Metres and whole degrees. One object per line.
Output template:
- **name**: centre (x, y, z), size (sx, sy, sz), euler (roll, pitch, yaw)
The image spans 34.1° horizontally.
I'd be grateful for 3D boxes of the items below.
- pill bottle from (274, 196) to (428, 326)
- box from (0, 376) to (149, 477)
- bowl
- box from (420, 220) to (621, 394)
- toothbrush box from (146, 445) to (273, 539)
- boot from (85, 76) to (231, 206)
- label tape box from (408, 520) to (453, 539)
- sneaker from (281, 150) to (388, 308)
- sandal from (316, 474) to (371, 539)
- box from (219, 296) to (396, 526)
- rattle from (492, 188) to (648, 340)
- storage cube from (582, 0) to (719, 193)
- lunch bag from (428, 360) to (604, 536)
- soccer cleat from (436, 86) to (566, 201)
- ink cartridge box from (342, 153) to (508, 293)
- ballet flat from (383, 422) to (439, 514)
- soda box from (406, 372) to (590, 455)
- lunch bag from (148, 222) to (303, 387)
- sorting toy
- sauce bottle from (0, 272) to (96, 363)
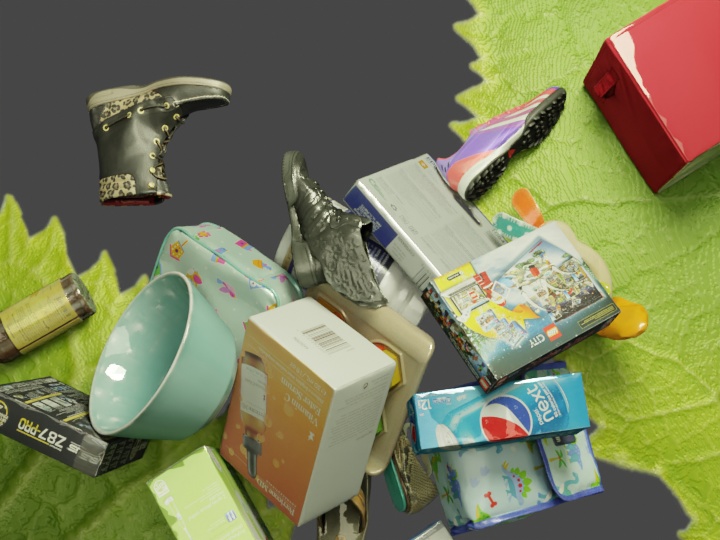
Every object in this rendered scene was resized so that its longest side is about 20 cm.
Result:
- **pill bottle**: centre (0.000, 0.000, 1.470), size (0.198, 0.116, 0.117), euler (31, 82, 8)
- **box**: centre (-0.349, 0.183, 1.407), size (0.159, 0.200, 0.050), euler (22, 90, 5)
- **bowl**: centre (-0.217, 0.115, 1.358), size (0.104, 0.200, 0.203), euler (31, 81, -32)
- **box**: centre (0.186, 0.039, 1.351), size (0.198, 0.038, 0.138), euler (-24, 70, -28)
- **toothbrush box**: centre (-0.162, 0.319, 1.405), size (0.085, 0.146, 0.202), euler (-29, 80, -3)
- **boot**: centre (-0.261, -0.168, 1.531), size (0.196, 0.073, 0.154), euler (-6, 79, 5)
- **label tape box**: centre (0.088, 0.426, 1.406), size (0.143, 0.063, 0.202), euler (-30, 80, -15)
- **sneaker**: centre (-0.031, -0.051, 1.385), size (0.102, 0.060, 0.204), euler (-10, 75, 8)
- **sandal**: centre (-0.029, 0.295, 1.450), size (0.080, 0.055, 0.204), euler (3, 80, 2)
- **box**: centre (-0.065, 0.163, 1.369), size (0.151, 0.105, 0.203), euler (34, 124, 32)
- **rattle**: centre (0.252, -0.007, 1.434), size (0.128, 0.143, 0.203), euler (-21, 96, 0)
- **storage cube**: centre (0.408, -0.230, 1.469), size (0.198, 0.171, 0.181), euler (-32, 82, -4)
- **lunch bag**: centre (0.188, 0.213, 1.429), size (0.196, 0.127, 0.173), euler (-11, 77, -18)
- **soccer cleat**: centre (0.185, -0.179, 1.524), size (0.200, 0.068, 0.073), euler (-44, 63, -8)
- **ink cartridge box**: centre (0.094, -0.047, 1.462), size (0.197, 0.199, 0.043), euler (49, 120, 9)
- **ballet flat**: centre (0.042, 0.201, 1.467), size (0.074, 0.068, 0.203), euler (-23, 85, -24)
- **soda box**: centre (0.155, 0.165, 1.338), size (0.196, 0.068, 0.065), euler (-7, 76, -6)
- **lunch bag**: centre (-0.174, 0.044, 1.453), size (0.198, 0.077, 0.163), euler (32, 115, 24)
- **sorting toy**: centre (-0.016, 0.123, 1.414), size (0.184, 0.036, 0.202), euler (35, 120, 24)
- **sauce bottle**: centre (-0.438, 0.075, 1.499), size (0.198, 0.065, 0.065), euler (-29, 80, -5)
